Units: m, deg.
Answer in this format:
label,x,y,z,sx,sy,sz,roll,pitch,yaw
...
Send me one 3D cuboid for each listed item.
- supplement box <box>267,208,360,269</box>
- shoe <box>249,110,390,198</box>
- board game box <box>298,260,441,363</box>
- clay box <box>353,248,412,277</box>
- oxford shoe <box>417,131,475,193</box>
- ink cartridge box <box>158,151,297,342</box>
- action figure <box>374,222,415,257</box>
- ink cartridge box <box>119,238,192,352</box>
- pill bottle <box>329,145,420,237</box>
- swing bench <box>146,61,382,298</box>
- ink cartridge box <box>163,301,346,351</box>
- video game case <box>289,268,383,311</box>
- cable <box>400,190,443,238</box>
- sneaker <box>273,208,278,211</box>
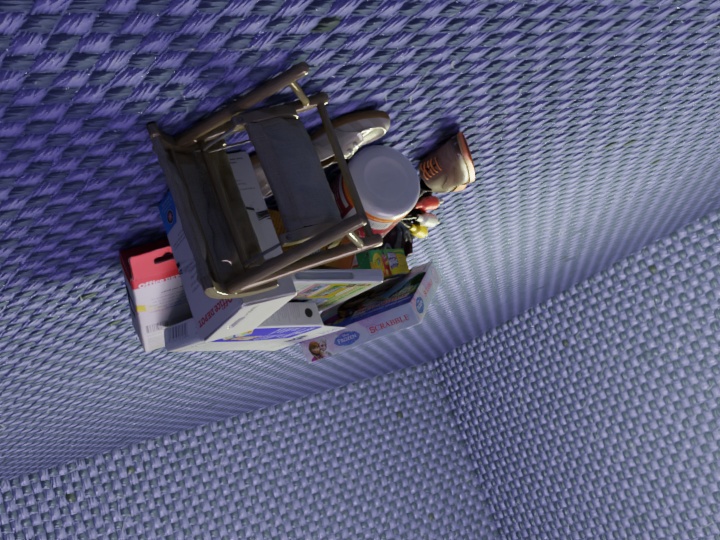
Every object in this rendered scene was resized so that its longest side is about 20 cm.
label,x,y,z,sx,sy,sz,roll,pitch,yaw
supplement box,-0.105,-0.043,1.493,0.199,0.069,0.067,12,165,-2
shoe,-0.050,-0.151,1.365,0.199,0.054,0.070,-21,168,1
board game box,0.020,0.064,1.698,0.199,0.041,0.200,-21,-168,19
clay box,0.000,0.000,1.666,0.114,0.048,0.200,-15,178,20
oxford shoe,0.129,-0.156,1.613,0.073,0.072,0.200,-15,168,-5
ink cartridge box,-0.174,-0.028,1.342,0.084,0.201,0.146,-12,165,-34
action figure,0.002,-0.023,1.850,0.133,0.150,0.200,-8,170,-32
ink cartridge box,-0.288,0.019,1.562,0.116,0.067,0.201,-17,138,-19
pill bottle,0.000,-0.095,1.554,0.113,0.113,0.200,-15,167,-27
swing bench,-0.107,-0.093,1.178,0.199,0.200,0.130,-22,168,6
ink cartridge box,-0.156,0.086,1.556,0.199,0.044,0.198,4,164,-40
video game case,-0.092,0.029,1.490,0.181,0.022,0.200,0,166,-28
cable,0.078,-0.093,1.724,0.200,0.050,0.097,-16,132,-59
sneaker,-0.114,-0.047,1.642,0.078,0.082,0.200,-18,167,-12
